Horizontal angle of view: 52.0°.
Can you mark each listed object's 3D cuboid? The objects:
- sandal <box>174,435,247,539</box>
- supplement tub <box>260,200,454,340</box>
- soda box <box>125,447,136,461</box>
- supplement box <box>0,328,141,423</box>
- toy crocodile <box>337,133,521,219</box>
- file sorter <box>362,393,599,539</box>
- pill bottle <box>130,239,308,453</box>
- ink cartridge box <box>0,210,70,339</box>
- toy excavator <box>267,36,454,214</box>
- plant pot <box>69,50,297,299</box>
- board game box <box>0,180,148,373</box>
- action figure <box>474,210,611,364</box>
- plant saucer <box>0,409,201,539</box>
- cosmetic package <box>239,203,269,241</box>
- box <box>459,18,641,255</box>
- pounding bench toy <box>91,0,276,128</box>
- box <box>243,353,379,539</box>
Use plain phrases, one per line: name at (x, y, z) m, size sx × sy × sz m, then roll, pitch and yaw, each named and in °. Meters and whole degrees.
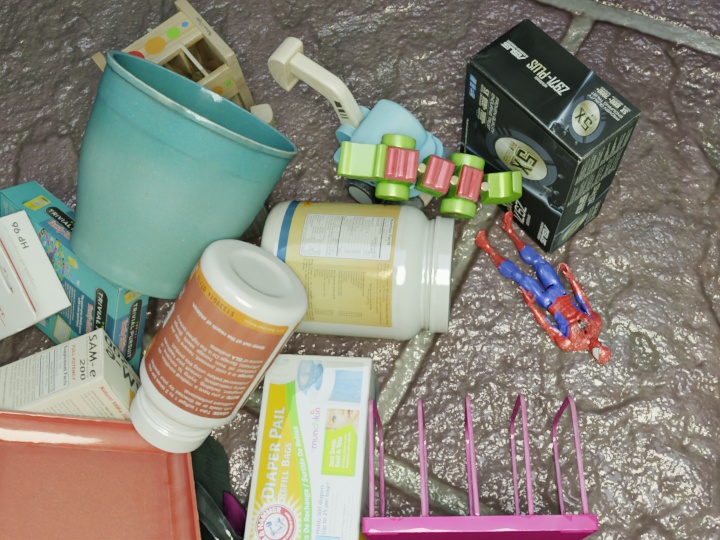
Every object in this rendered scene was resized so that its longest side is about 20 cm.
sandal at (-0.143, 0.234, 0.720) m, size 0.048 × 0.075 × 0.201 m, roll -41°, pitch 42°, yaw 17°
supplement tub at (0.000, 0.000, 0.802) m, size 0.198 × 0.145 × 0.146 m, roll 3°, pitch 66°, yaw 8°
soda box at (-0.199, 0.280, 0.744) m, size 0.068 × 0.064 × 0.200 m, roll -40°, pitch 68°, yaw -10°
supplement box at (-0.334, 0.157, 0.774) m, size 0.198 × 0.127 × 0.074 m, roll -21°, pitch 45°, yaw -3°
toy crocodile at (0.074, -0.102, 0.783) m, size 0.198 × 0.062 × 0.068 m, roll 13°, pitch 87°, yaw -7°
file sorter at (0.106, 0.193, 0.706) m, size 0.198 × 0.139 × 0.127 m, roll -3°, pitch 64°, yaw 6°
pill bottle at (-0.144, 0.078, 0.717) m, size 0.112 × 0.112 × 0.201 m, roll 45°, pitch 114°, yaw 22°
ink cartridge box at (-0.393, 0.012, 0.804) m, size 0.068 × 0.199 × 0.117 m, roll -32°, pitch 101°, yaw -48°
toy excavator at (0.002, -0.168, 0.850) m, size 0.194 × 0.200 × 0.100 m, roll 28°, pitch 71°, yaw 33°
plant pot at (-0.193, -0.084, 0.736) m, size 0.199 × 0.200 × 0.189 m, roll 35°, pitch 104°, yaw 20°
board game box at (-0.326, 0.016, 0.833) m, size 0.199 × 0.152 × 0.047 m, roll 34°, pitch 38°, yaw 19°
action figure at (0.208, 0.023, 0.823) m, size 0.065 × 0.052 × 0.201 m, roll -32°, pitch 68°, yaw -12°
plant saucer at (-0.248, 0.211, 0.657) m, size 0.198 × 0.037 × 0.200 m, roll 12°, pitch 26°, yaw -25°
cosmetic package at (-0.216, -0.076, 0.884) m, size 0.198 × 0.107 × 0.091 m, roll -19°, pitch 64°, yaw 0°
box at (0.195, -0.139, 0.811) m, size 0.086 × 0.200 × 0.164 m, roll -36°, pitch 67°, yaw -12°
pounding bench toy at (-0.218, -0.205, 0.931) m, size 0.156 × 0.124 × 0.200 m, roll -37°, pitch 67°, yaw -10°
box at (-0.044, 0.196, 0.742) m, size 0.111 × 0.102 × 0.202 m, roll 1°, pitch 66°, yaw 7°
